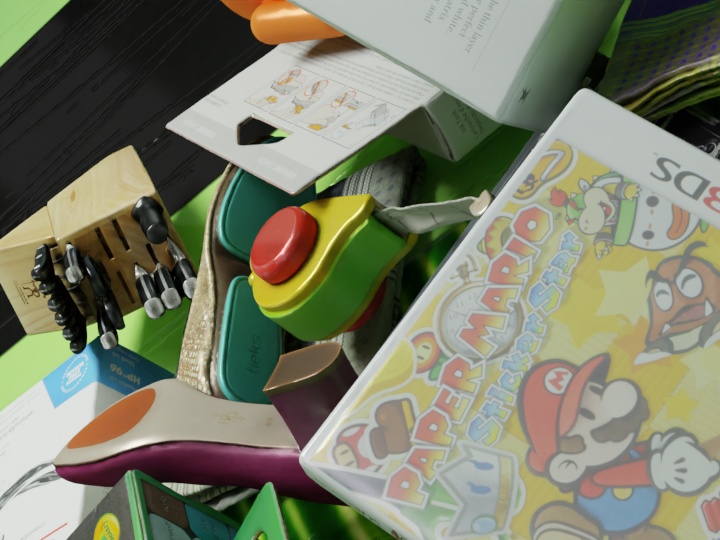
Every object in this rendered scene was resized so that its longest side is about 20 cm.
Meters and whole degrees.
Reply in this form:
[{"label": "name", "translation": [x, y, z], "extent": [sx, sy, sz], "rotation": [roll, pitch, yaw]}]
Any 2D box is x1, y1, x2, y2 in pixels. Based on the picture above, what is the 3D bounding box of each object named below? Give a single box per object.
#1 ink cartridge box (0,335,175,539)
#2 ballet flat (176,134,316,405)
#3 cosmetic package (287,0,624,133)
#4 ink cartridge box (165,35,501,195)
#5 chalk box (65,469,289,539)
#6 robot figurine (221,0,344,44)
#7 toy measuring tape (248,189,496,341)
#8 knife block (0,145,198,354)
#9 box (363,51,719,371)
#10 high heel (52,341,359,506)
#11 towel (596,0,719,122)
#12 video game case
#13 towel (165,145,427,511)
[{"label": "ink cartridge box", "translation": [-0.172, 0.153, 1.154], "extent": [0.116, 0.068, 0.201], "rotation": [-36, 36, 32]}, {"label": "ballet flat", "translation": [-0.070, 0.011, 1.086], "extent": [0.065, 0.070, 0.201], "rotation": [-39, 29, 43]}, {"label": "cosmetic package", "translation": [0.043, -0.199, 0.902], "extent": [0.199, 0.123, 0.200], "rotation": [32, 100, 16]}, {"label": "ink cartridge box", "translation": [0.001, -0.099, 1.099], "extent": [0.176, 0.045, 0.200], "rotation": [-38, 27, -11]}, {"label": "chalk box", "translation": [-0.091, 0.193, 0.945], "extent": [0.200, 0.124, 0.125], "rotation": [-46, 31, 17]}, {"label": "robot figurine", "translation": [-0.021, -0.212, 1.133], "extent": [0.199, 0.117, 0.144], "rotation": [-7, 28, 39]}, {"label": "toy measuring tape", "translation": [0.000, 0.000, 0.975], "extent": [0.199, 0.073, 0.074], "rotation": [-3, 59, 54]}, {"label": "knife block", "translation": [-0.136, -0.019, 1.208], "extent": [0.175, 0.064, 0.200], "rotation": [-10, 23, 37]}, {"label": "box", "translation": [0.100, 0.009, 0.910], "extent": [0.201, 0.043, 0.160], "rotation": [-55, 30, 5]}, {"label": "high heel", "translation": [-0.065, 0.102, 0.981], "extent": [0.199, 0.096, 0.068], "rotation": [-15, 27, 36]}, {"label": "towel", "translation": [0.179, -0.140, 0.900], "extent": [0.143, 0.023, 0.201], "rotation": [-21, 29, 39]}, {"label": "video game case", "translation": [0.104, 0.045, 0.758], "extent": [0.181, 0.023, 0.200], "rotation": [32, 75, 25]}, {"label": "towel", "translation": [-0.040, 0.041, 1.111], "extent": [0.192, 0.034, 0.201], "rotation": [-25, 41, 39]}]
